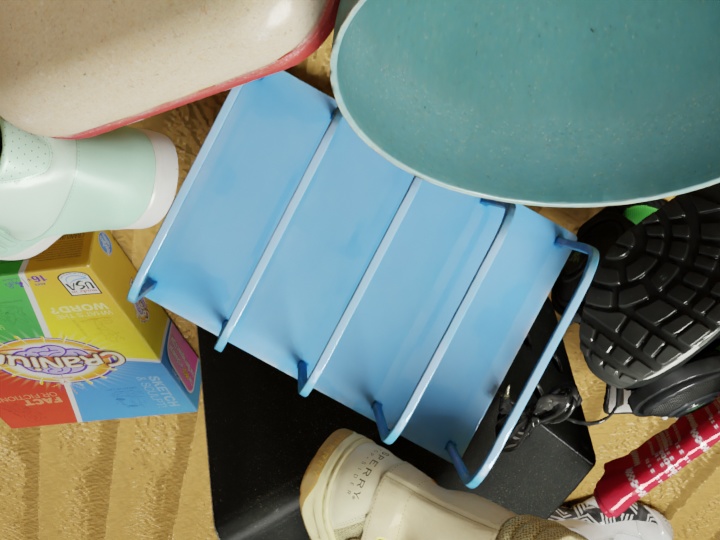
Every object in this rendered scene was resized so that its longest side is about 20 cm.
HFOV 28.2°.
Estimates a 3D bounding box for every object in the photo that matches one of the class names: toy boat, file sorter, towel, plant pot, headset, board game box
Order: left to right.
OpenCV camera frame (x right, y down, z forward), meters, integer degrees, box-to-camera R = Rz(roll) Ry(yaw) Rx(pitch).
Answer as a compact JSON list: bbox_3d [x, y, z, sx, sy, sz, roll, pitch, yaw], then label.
[{"bbox_3d":[-0.210,0.040,0.972,0.151,0.041,0.201,-7,147,13],"label":"board game box"},{"bbox_3d":[-0.083,-0.133,0.644,0.198,0.132,0.130,-15,173,25],"label":"toy boat"},{"bbox_3d":[0.000,0.000,0.711,0.198,0.140,0.123,28,-177,-5],"label":"file sorter"},{"bbox_3d":[0.031,0.080,0.896,0.176,0.201,0.200,-29,138,22],"label":"plant pot"},{"bbox_3d":[0.089,-0.133,0.586,0.197,0.136,0.201,2,154,1],"label":"plant pot"},{"bbox_3d":[0.148,0.036,0.811,0.124,0.200,0.094,52,131,2],"label":"headset"},{"bbox_3d":[0.223,0.075,0.851,0.199,0.023,0.145,-39,171,10],"label":"towel"}]

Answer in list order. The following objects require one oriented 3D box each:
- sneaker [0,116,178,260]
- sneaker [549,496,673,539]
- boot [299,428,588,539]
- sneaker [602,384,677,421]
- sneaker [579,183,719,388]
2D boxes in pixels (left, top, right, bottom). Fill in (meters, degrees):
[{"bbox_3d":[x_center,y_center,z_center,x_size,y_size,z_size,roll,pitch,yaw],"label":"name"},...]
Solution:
[{"bbox_3d":[-0.199,-0.053,0.749,0.117,0.075,0.199,11,168,-43],"label":"sneaker"},{"bbox_3d":[0.173,0.254,1.219,0.197,0.116,0.075,8,148,-10],"label":"sneaker"},{"bbox_3d":[0.062,0.175,0.763,0.154,0.073,0.201,17,144,33],"label":"boot"},{"bbox_3d":[0.240,0.083,1.004,0.114,0.076,0.200,-13,138,38],"label":"sneaker"},{"bbox_3d":[0.196,-0.011,0.749,0.075,0.201,0.088,34,172,35],"label":"sneaker"}]
